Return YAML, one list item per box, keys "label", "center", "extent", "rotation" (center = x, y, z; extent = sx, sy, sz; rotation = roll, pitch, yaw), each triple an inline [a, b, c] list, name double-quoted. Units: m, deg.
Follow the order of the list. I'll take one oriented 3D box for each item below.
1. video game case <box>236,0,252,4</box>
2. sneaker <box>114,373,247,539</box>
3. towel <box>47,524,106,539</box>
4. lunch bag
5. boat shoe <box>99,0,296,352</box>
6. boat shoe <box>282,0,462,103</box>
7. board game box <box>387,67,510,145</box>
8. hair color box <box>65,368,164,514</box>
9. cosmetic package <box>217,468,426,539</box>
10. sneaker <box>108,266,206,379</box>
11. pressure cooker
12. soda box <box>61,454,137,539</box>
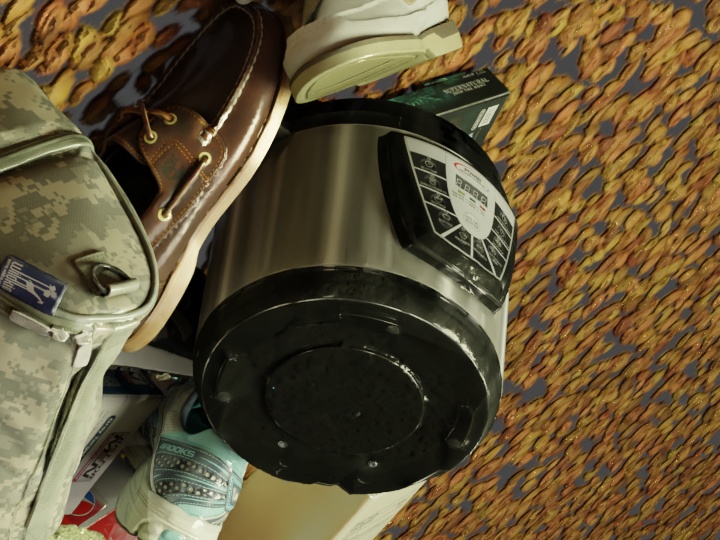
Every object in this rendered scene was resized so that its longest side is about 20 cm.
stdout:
- label: "video game case"
  center: [0.015, -0.240, 1.374]
  extent: [0.200, 0.024, 0.182]
  rotation: [-33, 155, -22]
- label: "sneaker"
  center: [-0.093, 0.098, 1.620]
  extent: [0.086, 0.078, 0.200]
  rotation: [-55, -162, 15]
- label: "towel"
  center: [-0.249, 0.157, 1.514]
  extent: [0.148, 0.037, 0.200]
  rotation: [-4, 175, 35]
- label: "lunch bag"
  center: [-0.185, 0.025, 1.323]
  extent: [0.139, 0.168, 0.200]
  rotation: [-22, 149, -41]
- label: "boat shoe"
  center: [-0.102, -0.054, 1.423]
  extent: [0.070, 0.070, 0.200]
  rotation: [26, 90, -41]
- label: "boat shoe"
  center: [-0.002, -0.133, 1.426]
  extent: [0.075, 0.069, 0.200]
  rotation: [-20, -177, 14]
- label: "board game box"
  center: [0.004, -0.034, 1.711]
  extent: [0.135, 0.028, 0.200]
  rotation: [-20, 149, -43]
- label: "hair color box"
  center: [-0.207, 0.085, 1.531]
  extent: [0.100, 0.061, 0.200]
  rotation: [-50, 156, 17]
- label: "cosmetic package"
  center: [-0.046, 0.169, 1.737]
  extent: [0.200, 0.071, 0.105]
  rotation: [-50, 166, 27]
- label: "sneaker"
  center: [-0.112, 0.007, 1.540]
  extent: [0.088, 0.076, 0.200]
  rotation: [-57, 154, 17]
- label: "pressure cooker"
  center: [-0.003, 0.001, 1.532]
  extent: [0.200, 0.178, 0.176]
  rotation: [-83, 176, -46]
- label: "soda box"
  center: [-0.176, 0.173, 1.724]
  extent: [0.063, 0.070, 0.200]
  rotation: [-35, 156, -21]
